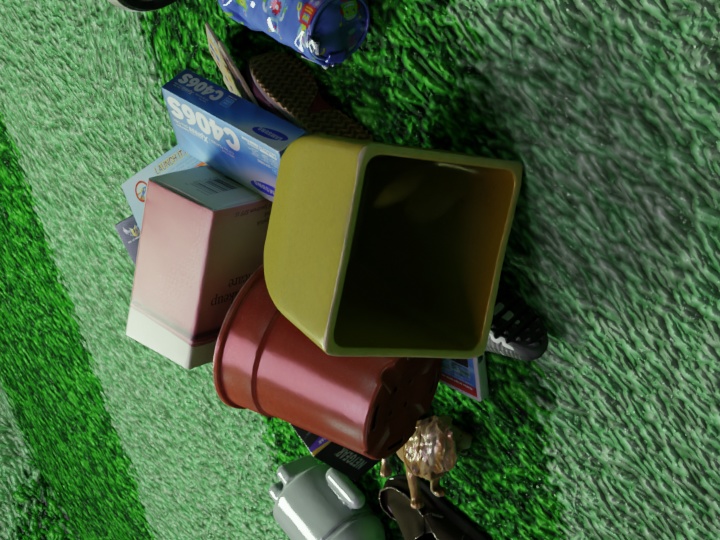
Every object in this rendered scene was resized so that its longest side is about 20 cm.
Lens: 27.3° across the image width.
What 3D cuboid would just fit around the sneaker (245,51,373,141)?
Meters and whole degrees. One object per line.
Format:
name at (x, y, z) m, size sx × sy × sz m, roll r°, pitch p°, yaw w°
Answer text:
sneaker at (-0.066, -0.158, 1.664) m, size 0.200 × 0.075 × 0.090 m, roll 49°, pitch 145°, yaw 25°

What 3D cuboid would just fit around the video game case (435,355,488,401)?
video game case at (0.077, 0.038, 1.641) m, size 0.143 × 0.017 × 0.201 m, roll 24°, pitch 135°, yaw 40°

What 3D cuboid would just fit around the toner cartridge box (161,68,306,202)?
toner cartridge box at (-0.135, -0.146, 1.664) m, size 0.199 × 0.043 × 0.095 m, roll 30°, pitch 149°, yaw 35°

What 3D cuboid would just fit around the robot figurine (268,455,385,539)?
robot figurine at (-0.043, 0.349, 2.058) m, size 0.200 × 0.112 × 0.170 m, roll 47°, pitch 136°, yaw 27°

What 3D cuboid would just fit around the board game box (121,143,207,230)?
board game box at (-0.183, -0.060, 1.822) m, size 0.199 × 0.056 × 0.197 m, roll -27°, pitch 83°, yaw 40°

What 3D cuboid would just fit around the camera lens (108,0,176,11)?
camera lens at (-0.274, -0.406, 1.701) m, size 0.200 × 0.159 × 0.161 m, roll 45°, pitch 149°, yaw 30°

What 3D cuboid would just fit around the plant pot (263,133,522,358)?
plant pot at (0.008, -0.039, 1.452) m, size 0.200 × 0.193 × 0.197 m, roll 26°, pitch 108°, yaw 52°

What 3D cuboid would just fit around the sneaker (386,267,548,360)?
sneaker at (0.113, 0.057, 1.545) m, size 0.199 × 0.066 × 0.091 m, roll 25°, pitch 138°, yaw 33°

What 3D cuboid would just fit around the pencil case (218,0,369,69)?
pencil case at (-0.072, -0.274, 1.560) m, size 0.200 × 0.078 × 0.087 m, roll 33°, pitch 119°, yaw 45°

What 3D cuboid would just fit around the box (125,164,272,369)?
box at (-0.180, -0.008, 1.712) m, size 0.109 × 0.128 × 0.201 m, roll 25°, pitch 116°, yaw 30°

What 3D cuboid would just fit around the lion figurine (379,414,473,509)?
lion figurine at (0.059, 0.204, 1.792) m, size 0.200 × 0.072 × 0.123 m, roll 30°, pitch 132°, yaw 53°

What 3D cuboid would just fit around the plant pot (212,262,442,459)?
plant pot at (-0.027, 0.103, 1.657) m, size 0.194 × 0.201 × 0.202 m, roll 25°, pitch 138°, yaw 28°

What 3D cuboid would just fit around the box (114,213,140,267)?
box at (-0.234, -0.016, 1.985) m, size 0.051 × 0.200 × 0.158 m, roll -27°, pitch 92°, yaw 19°

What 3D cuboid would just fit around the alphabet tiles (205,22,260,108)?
alphabet tiles at (-0.138, -0.204, 1.745) m, size 0.167 × 0.006 × 0.200 m, roll 60°, pitch 175°, yaw 3°

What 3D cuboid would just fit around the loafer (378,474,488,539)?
loafer at (0.081, 0.323, 1.861) m, size 0.200 × 0.071 × 0.073 m, roll 29°, pitch 139°, yaw 47°

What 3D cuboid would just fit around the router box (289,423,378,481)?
router box at (-0.057, 0.178, 1.888) m, size 0.158 × 0.052 × 0.200 m, roll 52°, pitch -178°, yaw 22°

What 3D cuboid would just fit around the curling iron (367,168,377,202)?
curling iron at (-0.007, -0.056, 1.636) m, size 0.200 × 0.025 × 0.050 m, roll 120°, pitch 135°, yaw -55°
